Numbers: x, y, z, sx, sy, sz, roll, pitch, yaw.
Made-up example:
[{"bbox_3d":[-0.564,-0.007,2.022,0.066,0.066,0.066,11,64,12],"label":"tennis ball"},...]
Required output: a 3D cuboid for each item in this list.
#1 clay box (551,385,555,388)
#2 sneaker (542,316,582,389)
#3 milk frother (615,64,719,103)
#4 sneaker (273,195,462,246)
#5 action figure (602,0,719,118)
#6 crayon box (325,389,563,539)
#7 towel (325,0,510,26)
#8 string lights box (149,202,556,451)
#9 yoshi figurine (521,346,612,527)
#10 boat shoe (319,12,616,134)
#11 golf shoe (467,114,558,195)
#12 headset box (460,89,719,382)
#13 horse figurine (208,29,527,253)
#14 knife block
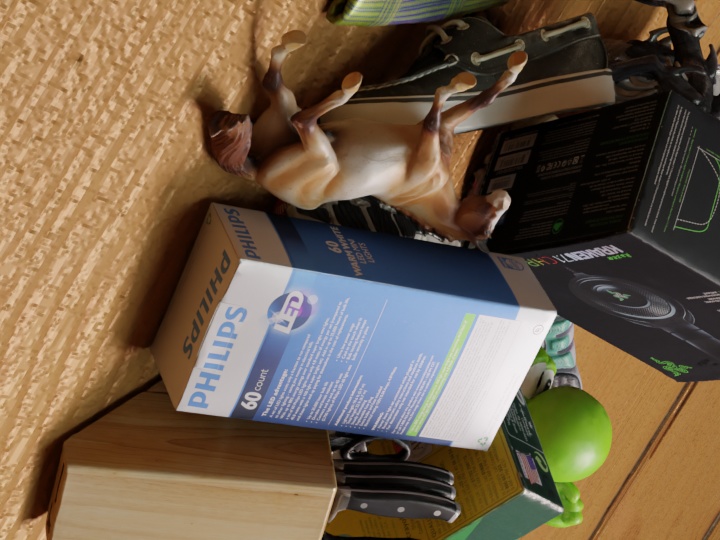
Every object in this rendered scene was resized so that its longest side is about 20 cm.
[{"bbox_3d":[0.052,0.146,1.693,0.200,0.115,0.048,-51,163,-13],"label":"clay box"},{"bbox_3d":[0.120,0.018,1.762,0.074,0.088,0.201,-6,122,-8],"label":"sneaker"},{"bbox_3d":[0.260,-0.044,1.653,0.180,0.199,0.189,-153,-112,-80],"label":"milk frother"},{"bbox_3d":[0.000,0.000,1.438,0.085,0.077,0.200,-30,155,21],"label":"sneaker"},{"bbox_3d":[0.174,-0.140,1.509,0.119,0.102,0.201,10,74,-76],"label":"action figure"},{"bbox_3d":[0.015,0.134,1.469,0.200,0.127,0.051,-33,144,22],"label":"crayon box"},{"bbox_3d":[0.060,-0.203,1.348,0.200,0.023,0.144,-21,139,-56],"label":"towel"},{"bbox_3d":[-0.003,0.034,1.341,0.199,0.059,0.103,10,120,-28],"label":"string lights box"},{"bbox_3d":[0.093,0.145,1.526,0.201,0.112,0.112,-66,-170,-9],"label":"yoshi figurine"},{"bbox_3d":[0.058,-0.112,1.397,0.199,0.071,0.064,-12,92,-34],"label":"boat shoe"},{"bbox_3d":[0.113,-0.016,1.632,0.073,0.092,0.201,-32,146,-45],"label":"golf shoe"},{"bbox_3d":[0.192,-0.011,1.446,0.200,0.174,0.093,28,71,-27],"label":"headset box"},{"bbox_3d":[0.001,-0.068,1.294,0.199,0.050,0.133,1,144,-23],"label":"horse figurine"},{"bbox_3d":[-0.051,0.127,1.355,0.200,0.175,0.064,-32,147,-47],"label":"knife block"}]
